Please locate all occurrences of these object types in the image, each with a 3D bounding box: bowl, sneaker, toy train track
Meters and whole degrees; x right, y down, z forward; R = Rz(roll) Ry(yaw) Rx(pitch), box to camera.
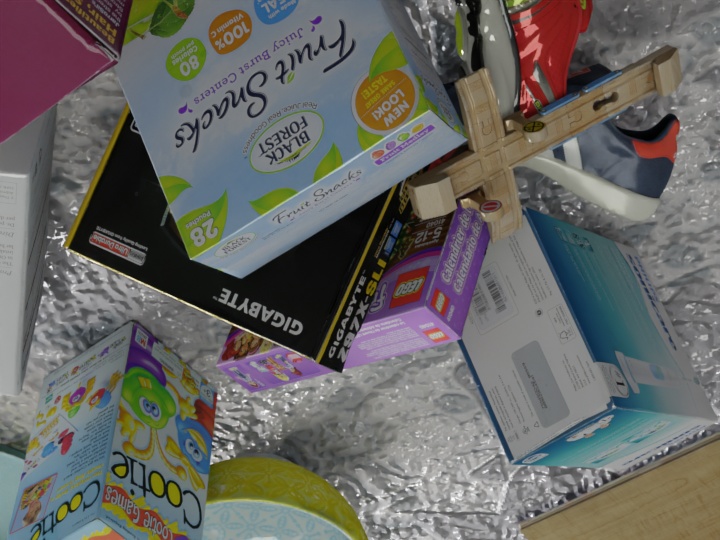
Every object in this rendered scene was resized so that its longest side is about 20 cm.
[{"bbox_3d":[-0.086,0.216,1.222,0.199,0.108,0.201,0,130,0],"label":"bowl"},{"bbox_3d":[0.121,-0.109,0.985,0.199,0.075,0.085,21,105,-9],"label":"sneaker"},{"bbox_3d":[0.101,-0.174,0.911,0.085,0.077,0.201,-11,111,-14],"label":"sneaker"},{"bbox_3d":[0.121,-0.082,0.895,0.200,0.033,0.115,-29,125,-18],"label":"toy train track"}]

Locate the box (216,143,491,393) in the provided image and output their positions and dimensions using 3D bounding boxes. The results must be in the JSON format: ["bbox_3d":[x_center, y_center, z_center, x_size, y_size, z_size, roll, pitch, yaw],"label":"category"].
[{"bbox_3d":[0.000,0.000,0.982,0.200,0.137,0.039,-18,132,43],"label":"box"}]

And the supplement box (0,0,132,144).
[{"bbox_3d":[-0.202,-0.186,0.828,0.103,0.200,0.131,-31,123,23],"label":"supplement box"}]

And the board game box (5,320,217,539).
[{"bbox_3d":[-0.185,0.157,1.113,0.105,0.200,0.103,-31,123,24],"label":"board game box"}]

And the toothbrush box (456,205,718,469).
[{"bbox_3d":[0.150,0.052,1.009,0.085,0.147,0.200,-32,158,25],"label":"toothbrush box"}]

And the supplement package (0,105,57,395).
[{"bbox_3d":[-0.278,-0.028,1.013,0.116,0.118,0.200,8,129,-8],"label":"supplement package"}]

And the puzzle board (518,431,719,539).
[{"bbox_3d":[0.261,0.223,1.288,0.200,0.017,0.151,-29,125,23],"label":"puzzle board"}]

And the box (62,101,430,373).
[{"bbox_3d":[-0.070,-0.047,0.927,0.200,0.160,0.049,23,176,24],"label":"box"}]

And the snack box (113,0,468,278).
[{"bbox_3d":[-0.054,-0.124,0.872,0.168,0.200,0.068,-31,159,16],"label":"snack box"}]

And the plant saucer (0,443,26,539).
[{"bbox_3d":[-0.330,0.206,1.261,0.199,0.036,0.200,0,130,1],"label":"plant saucer"}]
